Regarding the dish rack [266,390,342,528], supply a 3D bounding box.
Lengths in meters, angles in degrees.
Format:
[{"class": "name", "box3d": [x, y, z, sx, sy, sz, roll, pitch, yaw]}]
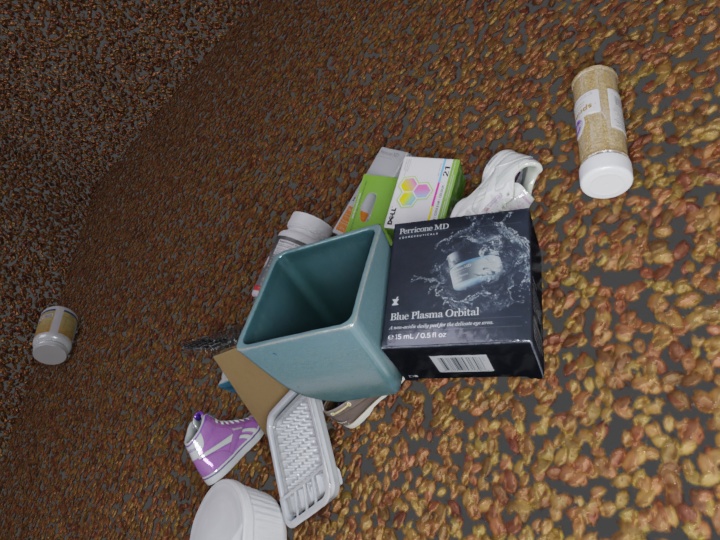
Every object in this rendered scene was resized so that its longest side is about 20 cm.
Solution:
[{"class": "dish rack", "box3d": [-0.091, 0.301, 1.032, 0.172, 0.043, 0.201, -50, 47, 42]}]

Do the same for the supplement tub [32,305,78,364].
[{"class": "supplement tub", "box3d": [-1.216, 0.258, 2.494, 0.145, 0.144, 0.201, -40, 38, 26]}]

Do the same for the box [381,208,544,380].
[{"class": "box", "box3d": [0.144, 0.036, 0.862, 0.196, 0.118, 0.201, -5, 57, 22]}]

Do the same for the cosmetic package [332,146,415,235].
[{"class": "cosmetic package", "box3d": [0.039, -0.134, 1.229, 0.201, 0.071, 0.101, -60, 33, -1]}]

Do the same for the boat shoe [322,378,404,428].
[{"class": "boat shoe", "box3d": [0.017, 0.175, 1.030, 0.200, 0.059, 0.072, -50, 34, 14]}]

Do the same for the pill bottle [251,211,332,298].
[{"class": "pill bottle", "box3d": [-0.141, -0.015, 1.333, 0.114, 0.114, 0.201, 6, 69, 54]}]

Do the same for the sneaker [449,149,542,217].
[{"class": "sneaker", "box3d": [0.208, -0.099, 0.978, 0.201, 0.075, 0.100, -59, 32, 0]}]

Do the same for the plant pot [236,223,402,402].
[{"class": "plant pot", "box3d": [-0.025, 0.087, 0.930, 0.195, 0.200, 0.196, -14, 40, 28]}]

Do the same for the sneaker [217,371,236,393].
[{"class": "sneaker", "box3d": [-0.228, 0.202, 1.316, 0.199, 0.076, 0.081, -19, 48, 42]}]

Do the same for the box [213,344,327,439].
[{"class": "box", "box3d": [-0.167, 0.217, 1.135, 0.163, 0.201, 0.021, -23, 13, 43]}]

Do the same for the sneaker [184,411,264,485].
[{"class": "sneaker", "box3d": [-0.251, 0.295, 1.173, 0.072, 0.115, 0.200, -33, 3, 23]}]

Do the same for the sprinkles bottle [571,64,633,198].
[{"class": "sprinkles bottle", "box3d": [0.341, -0.199, 0.890, 0.068, 0.068, 0.201, -24, 47, 41]}]

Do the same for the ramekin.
[{"class": "ramekin", "box3d": [-0.204, 0.461, 1.051, 0.202, 0.094, 0.203, -33, 46, 42]}]

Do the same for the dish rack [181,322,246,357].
[{"class": "dish rack", "box3d": [-0.263, 0.146, 1.303, 0.153, 0.199, 0.055, -10, 96, 50]}]

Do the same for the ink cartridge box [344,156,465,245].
[{"class": "ink cartridge box", "box3d": [0.069, -0.120, 1.099, 0.199, 0.076, 0.149, 8, 68, 22]}]
